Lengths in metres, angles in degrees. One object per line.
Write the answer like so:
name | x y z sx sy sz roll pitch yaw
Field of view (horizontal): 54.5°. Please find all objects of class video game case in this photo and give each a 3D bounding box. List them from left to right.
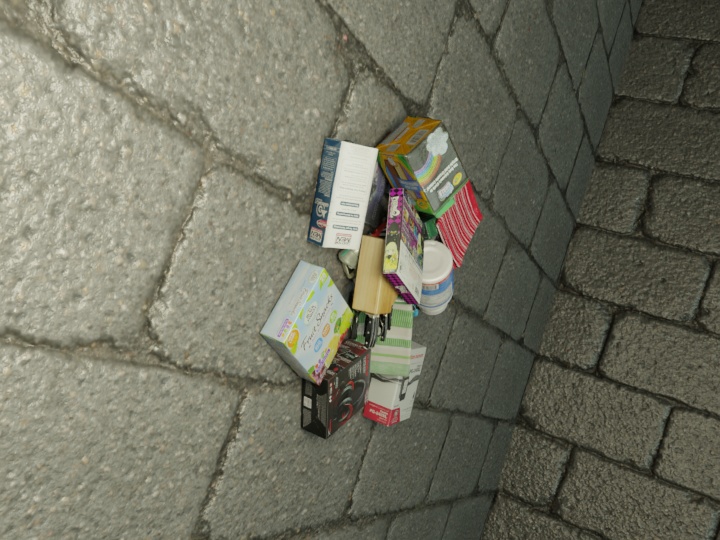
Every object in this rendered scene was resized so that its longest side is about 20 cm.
video game case | 0.001 -0.181 1.494 0.199 0.019 0.147 13 93 -64
video game case | 0.095 -0.046 1.479 0.200 0.035 0.186 47 45 -63

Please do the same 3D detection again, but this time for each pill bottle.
pill bottle | 0.169 0.025 1.677 0.114 0.110 0.201 -61 161 -22

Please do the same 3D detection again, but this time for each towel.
towel | 0.046 0.150 1.622 0.023 0.148 0.205 -76 169 -67
towel | 0.245 -0.123 1.716 0.202 0.022 0.147 -59 133 -40

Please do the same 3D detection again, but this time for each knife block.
knife block | 0.022 0.054 1.471 0.177 0.063 0.203 -59 146 -34

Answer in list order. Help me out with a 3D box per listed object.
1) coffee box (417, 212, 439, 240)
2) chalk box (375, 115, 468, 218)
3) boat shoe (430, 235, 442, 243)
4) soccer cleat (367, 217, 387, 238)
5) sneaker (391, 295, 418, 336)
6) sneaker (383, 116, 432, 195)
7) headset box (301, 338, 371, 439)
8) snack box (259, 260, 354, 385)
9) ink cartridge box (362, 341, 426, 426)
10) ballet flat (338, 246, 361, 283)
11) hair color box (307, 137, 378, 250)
coffee box | 0.160 -0.114 1.714 0.199 0.121 0.045 -31 106 -51
chalk box | 0.140 -0.210 1.510 0.125 0.123 0.202 -42 124 -17
boat shoe | 0.174 -0.026 1.771 0.201 0.072 0.068 -50 174 18
soccer cleat | 0.082 -0.088 1.595 0.200 0.086 0.068 -45 -174 -35
sneaker | 0.057 0.143 1.659 0.073 0.082 0.202 20 108 -54
sneaker | 0.116 -0.258 1.611 0.204 0.075 0.077 -62 148 -1
headset box | -0.047 0.257 1.571 0.199 0.073 0.153 -29 129 -53
snack box | -0.101 0.109 1.404 0.171 0.066 0.201 -62 148 -21
ink cartridge box | 0.091 0.287 1.836 0.144 0.082 0.206 2 102 -62
ballet flat | 0.000 0.000 1.557 0.063 0.068 0.201 -40 146 -2
hair color box | -0.036 -0.148 1.371 0.098 0.060 0.206 3 102 -41
